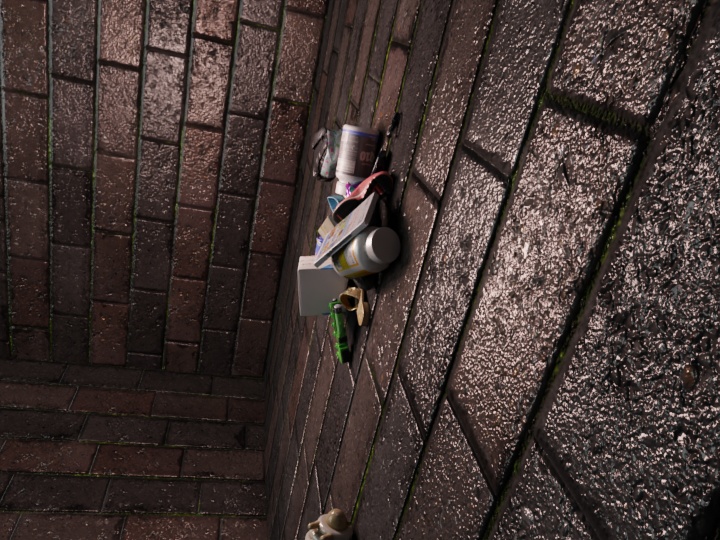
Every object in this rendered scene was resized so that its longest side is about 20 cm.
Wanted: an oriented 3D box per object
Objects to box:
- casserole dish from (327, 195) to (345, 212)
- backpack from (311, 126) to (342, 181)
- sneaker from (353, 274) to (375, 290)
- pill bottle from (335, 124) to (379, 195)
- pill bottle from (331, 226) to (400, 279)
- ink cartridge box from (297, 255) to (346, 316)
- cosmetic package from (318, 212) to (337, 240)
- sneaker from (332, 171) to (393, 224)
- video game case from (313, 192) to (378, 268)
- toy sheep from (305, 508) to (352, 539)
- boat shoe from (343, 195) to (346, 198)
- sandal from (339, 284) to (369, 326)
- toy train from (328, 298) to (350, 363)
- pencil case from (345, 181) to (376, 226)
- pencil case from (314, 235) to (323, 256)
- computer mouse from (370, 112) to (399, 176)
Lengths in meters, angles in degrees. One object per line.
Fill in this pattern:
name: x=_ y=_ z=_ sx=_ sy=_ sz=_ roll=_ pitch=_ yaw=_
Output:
casserole dish: x=-0.057 y=-0.195 z=1.832 sx=0.123 sy=0.038 sz=0.200 roll=63 pitch=172 yaw=-15
backpack: x=-0.113 y=-0.453 z=2.106 sx=0.201 sy=0.124 sz=0.170 roll=124 pitch=139 yaw=-59
sneaker: x=0.000 y=0.000 z=1.558 sx=0.201 sy=0.074 sz=0.092 roll=-115 pitch=10 yaw=-52
pill bottle: x=-0.013 y=-0.326 z=1.666 sx=0.114 sy=0.111 sz=0.204 roll=-130 pitch=49 yaw=-71
pill bottle: x=0.014 y=-0.046 z=1.386 sx=0.199 sy=0.111 sz=0.115 roll=-18 pitch=65 yaw=61
ink cartridge box: x=-0.118 y=0.041 z=1.733 sx=0.200 sy=0.144 sz=0.148 roll=-103 pitch=10 yaw=-77
cosmetic package: x=-0.065 y=-0.125 z=1.743 sx=0.106 sy=0.071 sz=0.200 roll=53 pitch=165 yaw=0
sneaker: x=0.009 y=-0.194 z=1.496 sx=0.199 sy=0.074 sz=0.087 roll=-36 pitch=19 yaw=18
video game case: x=-0.037 y=-0.103 z=1.414 sx=0.199 sy=0.018 sz=0.144 roll=-38 pitch=21 yaw=34
toy sheep: x=-0.084 y=0.697 z=1.397 sx=0.138 sy=0.135 sz=0.204 roll=-139 pitch=69 yaw=-73
boat shoe: x=-0.024 y=-0.316 z=1.783 sx=0.070 sy=0.072 sz=0.204 roll=109 pitch=163 yaw=-57
sandal: x=-0.025 y=0.083 z=1.592 sx=0.213 sy=0.068 sz=0.079 roll=-108 pitch=29 yaw=-60
toy train: x=-0.060 y=0.181 z=1.639 sx=0.056 sy=0.041 sz=0.204 roll=-134 pitch=33 yaw=-65
pencil case: x=-0.001 y=-0.154 z=1.565 sx=0.085 sy=0.091 sz=0.203 roll=-47 pitch=35 yaw=45
pencil case: x=-0.142 y=-0.027 z=2.097 sx=0.087 sy=0.076 sz=0.204 roll=-31 pitch=-46 yaw=-70
computer mouse: x=0.072 y=-0.332 z=1.510 sx=0.059 sy=0.033 sz=0.202 roll=-74 pitch=6 yaw=-57
